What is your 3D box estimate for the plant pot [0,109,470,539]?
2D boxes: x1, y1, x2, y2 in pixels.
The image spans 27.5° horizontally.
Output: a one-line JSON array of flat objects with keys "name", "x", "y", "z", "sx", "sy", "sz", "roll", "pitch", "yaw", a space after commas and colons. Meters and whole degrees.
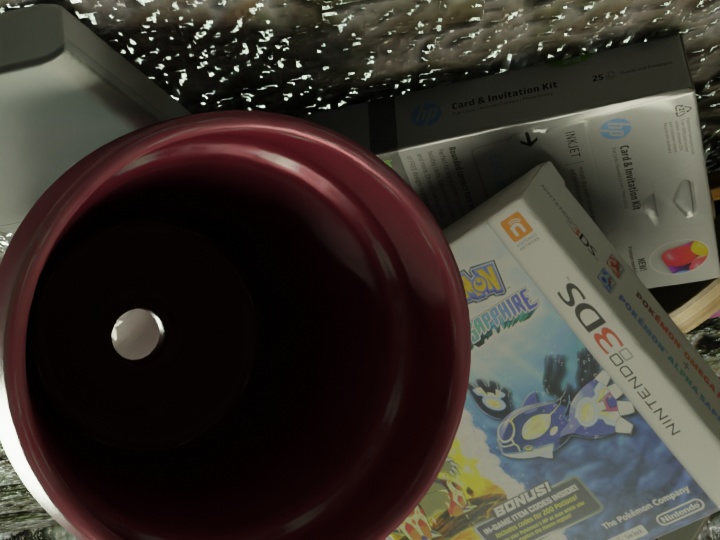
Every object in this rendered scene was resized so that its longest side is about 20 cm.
[{"name": "plant pot", "x": -0.077, "y": 0.033, "z": 0.670, "sx": 0.200, "sy": 0.200, "sz": 0.179, "roll": -2, "pitch": -179, "yaw": -23}]

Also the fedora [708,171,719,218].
[{"name": "fedora", "x": 0.157, "y": 0.001, "z": 0.910, "sx": 0.200, "sy": 0.082, "sz": 0.201, "roll": -16, "pitch": 175, "yaw": -1}]

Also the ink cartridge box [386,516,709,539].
[{"name": "ink cartridge box", "x": 0.079, "y": 0.099, "z": 0.844, "sx": 0.200, "sy": 0.144, "sz": 0.084, "roll": -7, "pitch": -159, "yaw": 37}]

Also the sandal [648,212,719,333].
[{"name": "sandal", "x": 0.248, "y": -0.025, "z": 0.802, "sx": 0.212, "sy": 0.078, "sz": 0.070, "roll": -39, "pitch": 124, "yaw": 23}]

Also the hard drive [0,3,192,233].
[{"name": "hard drive", "x": -0.150, "y": -0.060, "z": 0.659, "sx": 0.132, "sy": 0.027, "sz": 0.200, "roll": -11, "pitch": 166, "yaw": 12}]

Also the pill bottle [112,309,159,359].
[{"name": "pill bottle", "x": -0.107, "y": 0.065, "z": 0.886, "sx": 0.104, "sy": 0.104, "sz": 0.200, "roll": -15, "pitch": 128, "yaw": 29}]

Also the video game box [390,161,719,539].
[{"name": "video game box", "x": 0.072, "y": 0.070, "z": 0.741, "sx": 0.200, "sy": 0.182, "sz": 0.047, "roll": -35, "pitch": -174, "yaw": 37}]

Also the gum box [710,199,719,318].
[{"name": "gum box", "x": 0.285, "y": -0.017, "z": 1.006, "sx": 0.200, "sy": 0.066, "sz": 0.113, "roll": -14, "pitch": 166, "yaw": 27}]

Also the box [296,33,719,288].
[{"name": "box", "x": 0.074, "y": -0.034, "z": 0.746, "sx": 0.200, "sy": 0.041, "sz": 0.156, "roll": -11, "pitch": 144, "yaw": 12}]
